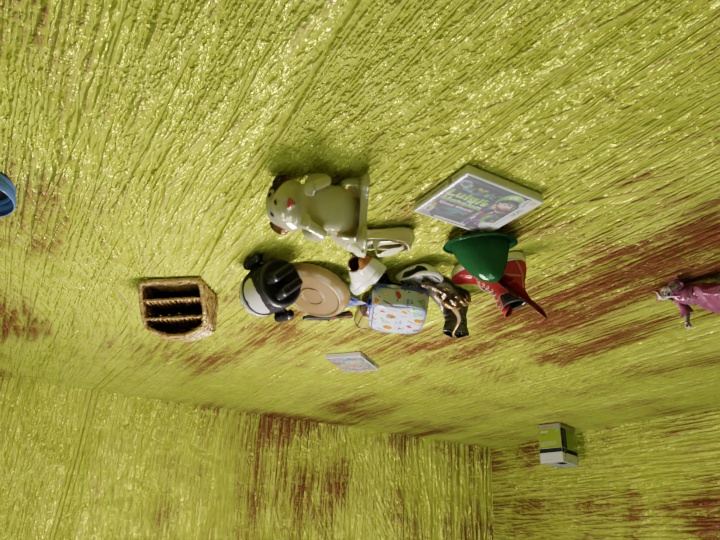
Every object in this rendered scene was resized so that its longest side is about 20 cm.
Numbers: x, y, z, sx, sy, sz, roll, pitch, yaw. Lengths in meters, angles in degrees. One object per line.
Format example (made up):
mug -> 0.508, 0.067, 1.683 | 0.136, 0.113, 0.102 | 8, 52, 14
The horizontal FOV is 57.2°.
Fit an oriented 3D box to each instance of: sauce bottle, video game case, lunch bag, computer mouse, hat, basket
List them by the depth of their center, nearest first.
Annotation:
video game case -> 0.237, -0.136, 1.337 | 0.196, 0.024, 0.181 | 16, 153, -27
hat -> 0.281, 0.023, 1.469 | 0.197, 0.181, 0.164 | -14, 162, 42
computer mouse -> 0.130, 0.016, 1.678 | 0.197, 0.045, 0.109 | -14, 145, 43
lunch bag -> 0.093, 0.099, 1.710 | 0.156, 0.077, 0.201 | 7, 154, 1
basket -> -0.512, 0.114, 1.838 | 0.195, 0.146, 0.149 | -2, 158, 9
sauce bottle -> 0.026, 0.109, 1.870 | 0.063, 0.066, 0.201 | 6, 157, -9
video game case -> -0.029, 0.346, 2.482 | 0.140, 0.018, 0.200 | -6, 155, 21

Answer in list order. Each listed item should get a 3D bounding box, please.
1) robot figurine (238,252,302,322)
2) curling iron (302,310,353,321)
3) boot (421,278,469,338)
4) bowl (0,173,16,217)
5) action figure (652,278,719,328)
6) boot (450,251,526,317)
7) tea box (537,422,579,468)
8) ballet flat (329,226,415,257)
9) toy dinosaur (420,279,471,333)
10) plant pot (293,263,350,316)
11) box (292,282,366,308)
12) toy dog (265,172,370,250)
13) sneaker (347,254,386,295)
robot figurine -> -0.227, 0.045, 1.652 | 0.123, 0.154, 0.199 | 12, 159, -33
curling iron -> -0.091, 0.133, 1.865 | 0.049, 0.026, 0.198 | -19, 170, 37
boot -> 0.227, 0.102, 1.747 | 0.198, 0.134, 0.067 | 23, 150, -39
bowl -> -0.807, -0.171, 1.344 | 0.195, 0.040, 0.201 | 2, 156, 1
action figure -> 0.836, 0.053, 1.658 | 0.197, 0.149, 0.135 | 5, 135, 46
boot -> 0.307, 0.045, 1.594 | 0.197, 0.148, 0.072 | -12, 155, 34
tea box -> 1.037, 0.917, 3.459 | 0.132, 0.201, 0.198 | -17, 150, 37
ballet flat -> 0.024, -0.062, 1.477 | 0.195, 0.071, 0.070 | -3, 157, 13
toy dinosaur -> 0.228, 0.080, 1.648 | 0.200, 0.061, 0.105 | 49, 157, -27
plant pot -> -0.124, 0.060, 1.732 | 0.195, 0.028, 0.202 | 12, 139, 10
box -> -0.093, 0.073, 1.822 | 0.197, 0.049, 0.121 | -16, 152, 36
toy dog -> -0.086, -0.129, 1.281 | 0.195, 0.143, 0.194 | 3, -166, -6
sneaker -> 0.000, 0.000, 1.647 | 0.084, 0.073, 0.200 | 38, 157, -4
